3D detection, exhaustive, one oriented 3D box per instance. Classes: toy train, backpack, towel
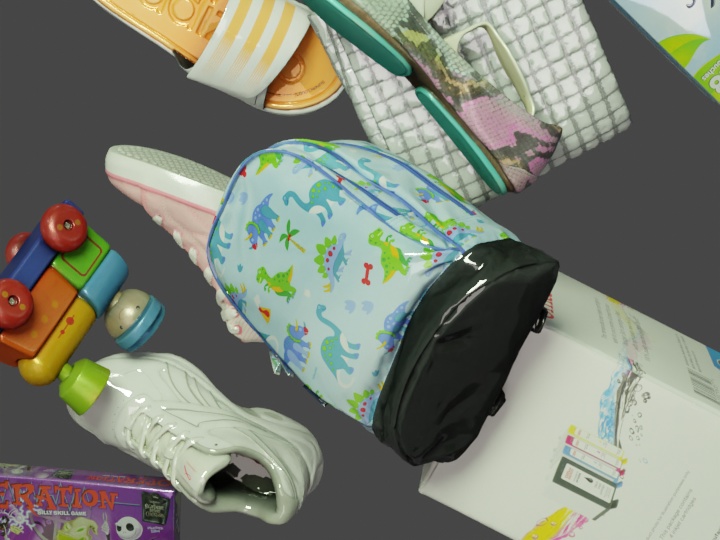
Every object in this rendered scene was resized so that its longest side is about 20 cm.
[{"bbox_3d":[-0.224,0.060,1.037,0.115,0.201,0.084,41,146,-17],"label":"toy train"},{"bbox_3d":[0.000,0.000,0.934,0.152,0.201,0.164,2,127,-37],"label":"backpack"},{"bbox_3d":[0.066,-0.151,0.989,0.164,0.086,0.202,-25,104,9],"label":"towel"}]

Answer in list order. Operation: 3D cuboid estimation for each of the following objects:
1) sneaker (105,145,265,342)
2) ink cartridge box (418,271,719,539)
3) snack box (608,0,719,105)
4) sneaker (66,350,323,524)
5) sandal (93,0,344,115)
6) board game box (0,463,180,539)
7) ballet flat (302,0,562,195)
[{"bbox_3d":[-0.097,-0.009,1.053,0.198,0.075,0.106,22,102,-5],"label":"sneaker"},{"bbox_3d":[0.159,0.108,1.024,0.198,0.147,0.146,27,107,-2],"label":"ink cartridge box"},{"bbox_3d":[0.222,-0.228,0.889,0.168,0.068,0.200,41,103,-12],"label":"snack box"},{"bbox_3d":[-0.122,0.122,1.081,0.198,0.099,0.079,20,107,0],"label":"sneaker"},{"bbox_3d":[-0.105,-0.163,1.018,0.205,0.059,0.080,25,106,-3],"label":"sandal"},{"bbox_3d":[-0.237,0.211,1.158,0.197,0.032,0.122,4,102,5],"label":"board game box"},{"bbox_3d":[0.047,-0.133,0.923,0.200,0.069,0.071,43,86,-13],"label":"ballet flat"}]
